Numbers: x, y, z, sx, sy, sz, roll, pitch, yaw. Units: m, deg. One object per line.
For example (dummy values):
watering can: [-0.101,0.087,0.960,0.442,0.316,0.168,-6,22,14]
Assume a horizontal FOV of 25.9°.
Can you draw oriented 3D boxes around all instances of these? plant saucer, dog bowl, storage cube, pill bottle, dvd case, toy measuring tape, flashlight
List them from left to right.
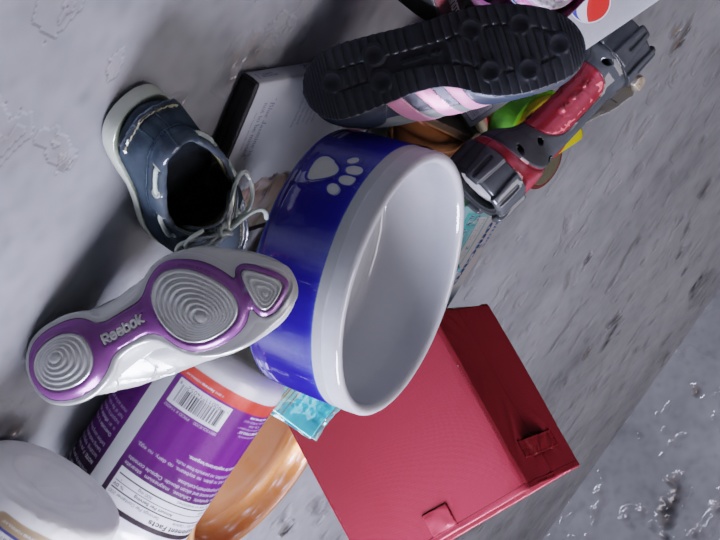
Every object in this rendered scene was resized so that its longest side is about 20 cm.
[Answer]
pill bottle: [-0.264,0.230,1.104,0.201,0.111,0.111,-57,160,10]
pill bottle: [-0.153,0.136,1.195,0.200,0.112,0.112,-56,160,7]
plant saucer: [-0.104,0.182,1.489,0.200,0.037,0.201,-46,159,-23]
dvd case: [-0.052,-0.094,1.183,0.200,0.018,0.143,-21,142,-56]
dog bowl: [0.000,0.000,1.153,0.200,0.078,0.201,-46,146,-45]
storage cube: [0.063,0.151,1.422,0.199,0.180,0.171,-33,168,20]
flashlight: [0.155,-0.130,1.262,0.200,0.068,0.068,-47,-173,-12]
toy measuring tape: [0.171,-0.144,1.345,0.200,0.074,0.074,-33,153,-25]

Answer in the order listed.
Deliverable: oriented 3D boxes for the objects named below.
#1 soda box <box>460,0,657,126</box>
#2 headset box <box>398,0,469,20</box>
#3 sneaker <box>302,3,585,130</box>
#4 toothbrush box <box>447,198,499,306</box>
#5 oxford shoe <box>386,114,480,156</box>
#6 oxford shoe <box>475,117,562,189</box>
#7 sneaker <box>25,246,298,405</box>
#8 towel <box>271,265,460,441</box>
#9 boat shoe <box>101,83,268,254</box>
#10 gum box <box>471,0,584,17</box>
soda box: [0.150,-0.203,1.250,0.199,0.064,0.068,-34,-159,14]
headset box: [0.067,-0.272,1.073,0.200,0.077,0.149,-51,160,-3]
sneaker: [0.062,-0.143,1.117,0.082,0.199,0.071,28,56,-79]
toothbrush box: [0.033,-0.020,1.395,0.147,0.085,0.200,-58,161,15]
oxford shoe: [0.049,-0.114,1.286,0.071,0.071,0.200,-40,169,8]
oxford shoe: [0.117,-0.154,1.395,0.070,0.075,0.200,-42,137,-17]
sneaker: [-0.129,0.032,1.067,0.199,0.075,0.100,-19,177,18]
towel: [-0.030,0.035,1.280,0.146,0.022,0.200,35,102,-28]
boat shoe: [-0.109,-0.050,1.045,0.075,0.062,0.200,-41,153,-14]
gum box: [0.160,-0.278,1.194,0.200,0.113,0.066,-50,120,-11]
